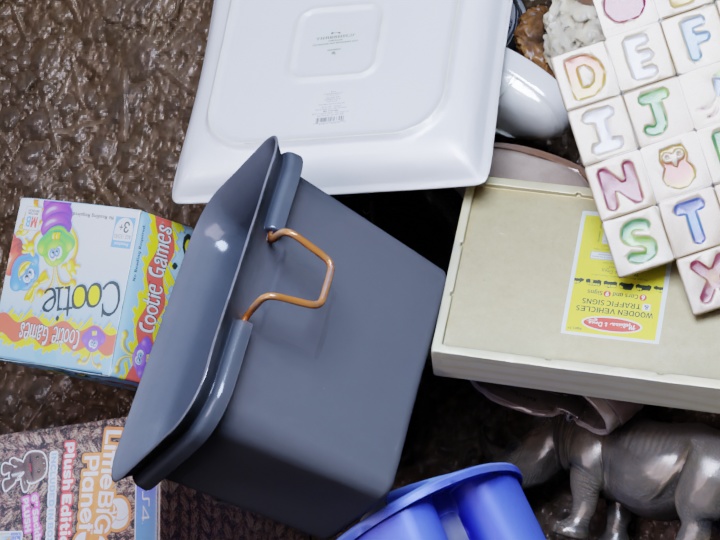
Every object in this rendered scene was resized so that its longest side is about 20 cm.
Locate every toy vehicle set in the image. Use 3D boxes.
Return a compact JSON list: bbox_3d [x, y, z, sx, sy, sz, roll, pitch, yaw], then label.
[{"bbox_3d":[0.148,0.013,1.504,0.198,0.027,0.125,7,58,12],"label":"toy vehicle set"}]

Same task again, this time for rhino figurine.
[{"bbox_3d":[0.149,0.119,1.550,0.199,0.060,0.088,16,87,39],"label":"rhino figurine"}]

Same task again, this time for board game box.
[{"bbox_3d":[-0.157,0.160,1.696,0.199,0.159,0.098,-9,74,33],"label":"board game box"},{"bbox_3d":[-0.124,0.027,1.678,0.104,0.199,0.104,7,83,35],"label":"board game box"}]

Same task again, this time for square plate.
[{"bbox_3d":[-0.009,-0.130,1.594,0.198,0.029,0.199,-3,53,18],"label":"square plate"}]

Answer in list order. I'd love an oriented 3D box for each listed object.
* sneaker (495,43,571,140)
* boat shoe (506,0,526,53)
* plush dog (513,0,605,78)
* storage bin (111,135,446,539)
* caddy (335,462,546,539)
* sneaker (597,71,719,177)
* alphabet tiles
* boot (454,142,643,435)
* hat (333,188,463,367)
[{"bbox_3d":[0.035,-0.103,1.626,0.199,0.073,0.085,19,63,27],"label":"sneaker"},{"bbox_3d":[0.046,-0.213,1.695,0.074,0.068,0.200,-45,64,14],"label":"boat shoe"},{"bbox_3d":[0.163,-0.177,1.571,0.199,0.160,0.173,7,108,36],"label":"plush dog"},{"bbox_3d":[-0.033,0.044,1.488,0.146,0.134,0.201,-42,27,52],"label":"storage bin"},{"bbox_3d":[0.030,0.184,1.549,0.105,0.141,0.200,60,145,19],"label":"caddy"},{"bbox_3d":[0.237,-0.079,1.530,0.198,0.090,0.076,-1,78,8],"label":"sneaker"},{"bbox_3d":[0.204,-0.084,1.485,0.165,0.006,0.202,-18,79,6],"label":"alphabet tiles"},{"bbox_3d":[0.106,0.012,1.567,0.199,0.070,0.147,20,62,28],"label":"boot"},{"bbox_3d":[0.000,0.000,1.649,0.081,0.199,0.202,107,142,-55],"label":"hat"}]
